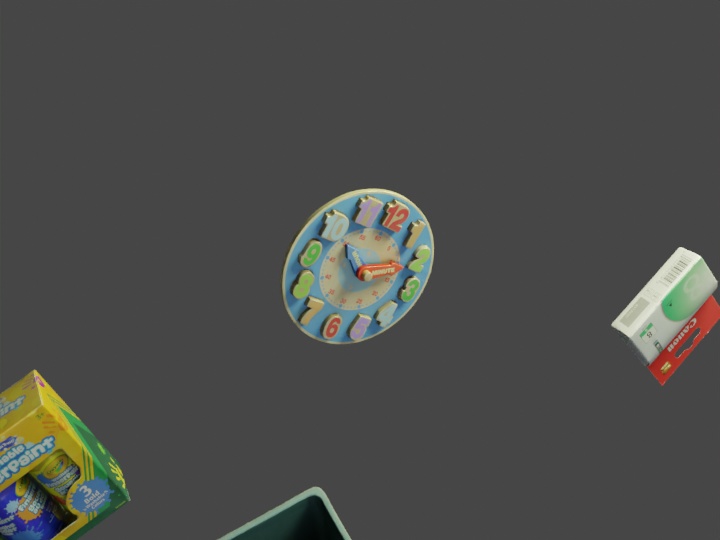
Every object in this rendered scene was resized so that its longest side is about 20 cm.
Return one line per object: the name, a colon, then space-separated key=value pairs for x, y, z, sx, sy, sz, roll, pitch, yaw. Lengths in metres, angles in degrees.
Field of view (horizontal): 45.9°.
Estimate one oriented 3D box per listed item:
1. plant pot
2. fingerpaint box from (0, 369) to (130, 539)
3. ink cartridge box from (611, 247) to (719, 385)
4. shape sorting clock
plant pot: x=-0.080 y=0.449 z=1.096 sx=0.193 sy=0.197 sz=0.202 roll=-25 pitch=133 yaw=-16
fingerpaint box: x=-0.372 y=0.233 z=0.888 sx=0.198 sy=0.073 sz=0.168 roll=-35 pitch=126 yaw=-10
ink cartridge box: x=0.492 y=0.084 z=1.314 sx=0.161 sy=0.050 sz=0.200 roll=-48 pitch=125 yaw=0
shape sorting clock: x=0.000 y=0.000 z=1.001 sx=0.197 sy=0.039 sz=0.204 roll=-13 pitch=119 yaw=-23
